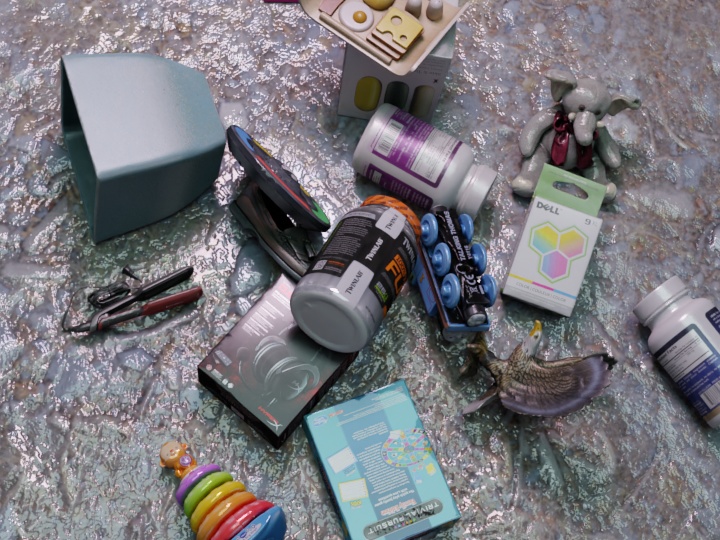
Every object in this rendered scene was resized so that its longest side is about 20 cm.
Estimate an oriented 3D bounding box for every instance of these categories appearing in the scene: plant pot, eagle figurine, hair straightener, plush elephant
[{"bbox_3d":[-0.300,-0.185,1.619,0.198,0.196,0.198,-14,70,-19],"label":"plant pot"},{"bbox_3d":[0.238,0.140,1.568,0.198,0.152,0.153,21,56,10],"label":"eagle figurine"},{"bbox_3d":[-0.324,0.034,1.608,0.198,0.041,0.078,-21,71,-10],"label":"hair straightener"},{"bbox_3d":[0.326,-0.215,1.722,0.163,0.155,0.202,10,67,-3],"label":"plush elephant"}]

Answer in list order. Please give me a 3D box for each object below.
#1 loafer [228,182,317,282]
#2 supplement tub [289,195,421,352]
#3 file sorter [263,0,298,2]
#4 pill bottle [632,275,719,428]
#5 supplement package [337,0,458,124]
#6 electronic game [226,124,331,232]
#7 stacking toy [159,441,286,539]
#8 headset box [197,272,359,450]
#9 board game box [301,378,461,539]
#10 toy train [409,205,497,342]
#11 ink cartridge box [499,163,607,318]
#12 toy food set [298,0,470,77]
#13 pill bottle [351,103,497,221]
[{"bbox_3d":[-0.108,-0.052,1.622,0.200,0.072,0.063,44,102,27],"label":"loafer"},{"bbox_3d":[0.000,0.000,1.543,0.122,0.123,0.201,29,55,5],"label":"supplement tub"},{"bbox_3d":[-0.086,-0.544,1.823,0.137,0.126,0.202,-1,68,-7],"label":"file sorter"},{"bbox_3d":[0.478,0.111,1.632,0.110,0.111,0.201,-31,75,-18],"label":"pill bottle"},{"bbox_3d":[0.054,-0.333,1.712,0.150,0.200,0.152,8,67,-3],"label":"supplement package"},{"bbox_3d":[-0.114,-0.129,1.617,0.042,0.200,0.200,-43,77,6],"label":"electronic game"},{"bbox_3d":[-0.194,0.292,1.490,0.116,0.110,0.200,-38,66,-17],"label":"stacking toy"},{"bbox_3d":[-0.103,0.116,1.576,0.148,0.077,0.200,39,70,10],"label":"headset box"},{"bbox_3d":[0.026,0.267,1.546,0.149,0.047,0.202,-18,71,-14],"label":"board game box"},{"bbox_3d":[0.124,0.007,1.609,0.086,0.115,0.202,0,52,-23],"label":"toy train"},{"bbox_3d":[0.282,-0.044,1.659,0.103,0.059,0.202,20,91,2],"label":"ink cartridge box"},{"bbox_3d":[0.032,-0.370,1.583,0.199,0.061,0.144,35,69,9],"label":"toy food set"},{"bbox_3d":[0.096,-0.153,1.693,0.199,0.112,0.113,29,67,5],"label":"pill bottle"}]
